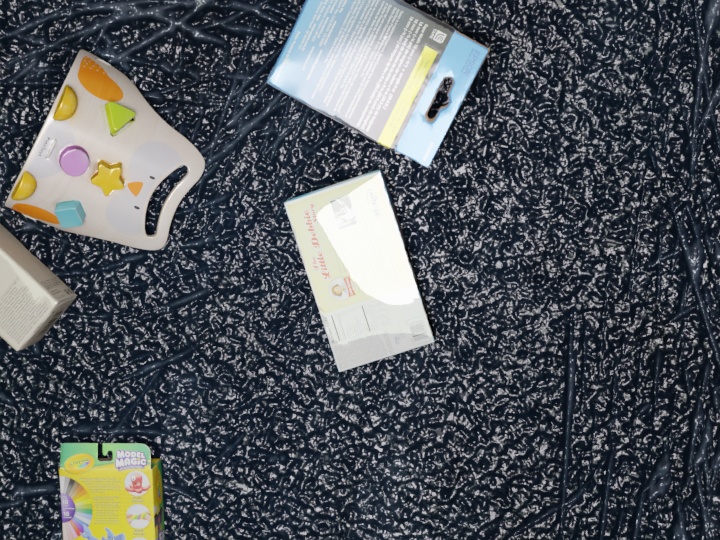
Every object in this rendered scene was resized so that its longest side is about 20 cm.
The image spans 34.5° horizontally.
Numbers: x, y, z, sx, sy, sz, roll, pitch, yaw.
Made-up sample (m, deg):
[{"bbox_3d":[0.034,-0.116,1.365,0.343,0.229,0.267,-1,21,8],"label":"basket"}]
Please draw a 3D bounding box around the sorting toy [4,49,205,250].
[{"bbox_3d":[-0.277,-0.111,1.296,0.179,0.107,0.201,26,100,-17],"label":"sorting toy"}]

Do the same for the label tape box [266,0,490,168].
[{"bbox_3d":[0.020,-0.220,1.250,0.199,0.063,0.145,29,99,2],"label":"label tape box"}]

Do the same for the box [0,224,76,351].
[{"bbox_3d":[-0.429,-0.006,1.327,0.200,0.068,0.082,44,99,0],"label":"box"}]

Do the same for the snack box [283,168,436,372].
[{"bbox_3d":[0.000,0.000,1.294,0.115,0.037,0.202,-17,95,8],"label":"snack box"}]

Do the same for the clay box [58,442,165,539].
[{"bbox_3d":[-0.289,0.296,1.360,0.114,0.048,0.202,0,96,7],"label":"clay box"}]
